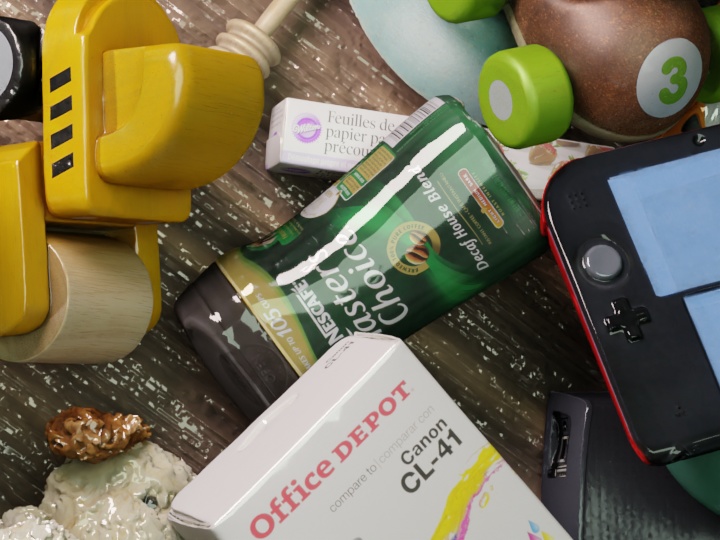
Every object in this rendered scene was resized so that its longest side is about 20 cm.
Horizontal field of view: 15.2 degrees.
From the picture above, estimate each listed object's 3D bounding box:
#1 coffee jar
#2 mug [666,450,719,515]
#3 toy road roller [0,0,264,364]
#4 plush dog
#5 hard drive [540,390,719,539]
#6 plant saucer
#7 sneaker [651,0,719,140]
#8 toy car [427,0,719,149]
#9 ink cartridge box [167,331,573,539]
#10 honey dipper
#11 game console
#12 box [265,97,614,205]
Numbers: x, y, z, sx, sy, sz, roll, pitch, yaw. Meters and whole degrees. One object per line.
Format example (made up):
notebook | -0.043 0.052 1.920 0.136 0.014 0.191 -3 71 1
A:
coffee jar | 0.000 0.000 1.488 0.200 0.085 0.104 -37 106 -1
mug | 0.251 0.072 1.501 0.185 0.114 0.152 13 60 -2
toy road roller | -0.130 -0.052 1.431 0.123 0.146 0.200 4 84 -59
plush dog | -0.144 0.169 1.442 0.172 0.160 0.200 -50 125 -29
hard drive | 0.173 0.168 1.557 0.135 0.042 0.200 1 83 -15
plant saucer | 0.085 -0.182 1.556 0.201 0.039 0.201 8 73 -25
sneaker | 0.214 -0.080 1.594 0.092 0.076 0.200 35 66 -35
toy car | 0.155 -0.176 1.442 0.164 0.200 0.158 -14 69 -29
ink cartridge box | 0.020 0.154 1.419 0.148 0.086 0.200 -45 106 -15
honey dipper | -0.027 -0.171 1.552 0.038 0.038 0.200 40 71 -7
game console | 0.209 0.003 1.449 0.200 0.031 0.177 -14 64 -15
box | 0.047 -0.064 1.554 0.200 0.041 0.039 8 82 -15
